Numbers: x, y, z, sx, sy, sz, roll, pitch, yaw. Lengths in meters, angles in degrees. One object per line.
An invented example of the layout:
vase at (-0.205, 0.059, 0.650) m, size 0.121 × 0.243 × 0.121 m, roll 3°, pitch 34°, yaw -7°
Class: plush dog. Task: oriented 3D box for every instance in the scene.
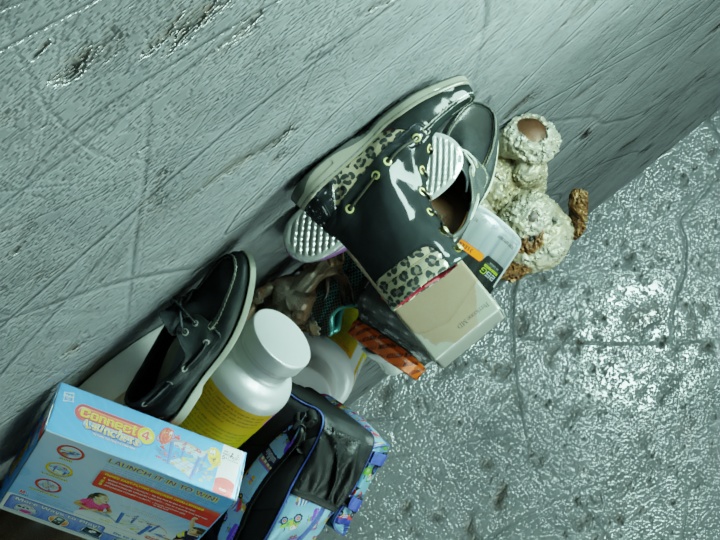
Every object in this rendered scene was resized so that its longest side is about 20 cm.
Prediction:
plush dog at (0.190, -0.071, 1.993) m, size 0.200 × 0.172 × 0.160 m, roll -38°, pitch 172°, yaw -13°

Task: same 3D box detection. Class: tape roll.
tape roll at (-0.236, 0.119, 1.666) m, size 0.203 × 0.037 × 0.203 m, roll -37°, pitch 171°, yaw -7°

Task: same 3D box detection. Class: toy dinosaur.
toy dinosaur at (-0.080, 0.042, 1.783) m, size 0.200 × 0.086 × 0.136 m, roll -37°, pitch 180°, yaw 32°

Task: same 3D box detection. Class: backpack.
backpack at (-0.087, 0.228, 1.703) m, size 0.134 × 0.183 × 0.200 m, roll 25°, pitch 92°, yaw -36°

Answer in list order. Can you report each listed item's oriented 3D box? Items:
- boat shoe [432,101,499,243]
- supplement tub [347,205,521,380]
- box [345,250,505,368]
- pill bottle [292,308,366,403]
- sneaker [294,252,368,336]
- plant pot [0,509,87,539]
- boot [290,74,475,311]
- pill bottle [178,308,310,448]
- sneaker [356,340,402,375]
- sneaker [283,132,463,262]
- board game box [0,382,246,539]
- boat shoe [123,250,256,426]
boat shoe at (0.103, -0.098, 1.645) m, size 0.068 × 0.072 × 0.200 m, roll 114°, pitch 0°, yaw -62°
supplement tub at (0.080, 0.015, 1.782) m, size 0.200 × 0.122 × 0.123 m, roll -56°, pitch 172°, yaw -2°
box at (0.056, -0.002, 1.686) m, size 0.095 × 0.200 × 0.078 m, roll -40°, pitch 167°, yaw 0°
pill bottle at (-0.051, 0.103, 1.936) m, size 0.109 × 0.109 × 0.200 m, roll -43°, pitch -171°, yaw 26°
sneaker at (0.000, 0.000, 1.846) m, size 0.200 × 0.091 × 0.078 m, roll -43°, pitch 172°, yaw 25°
plant pot at (-0.331, 0.303, 1.772) m, size 0.198 × 0.200 × 0.200 m, roll -50°, pitch 169°, yaw 14°
boot at (0.057, -0.073, 1.479) m, size 0.204 × 0.154 × 0.073 m, roll -37°, pitch 171°, yaw -13°
pill bottle at (-0.141, 0.127, 1.626) m, size 0.200 × 0.104 × 0.104 m, roll -43°, pitch 170°, yaw 29°
sneaker at (0.032, 0.035, 1.918) m, size 0.075 × 0.200 × 0.081 m, roll -7°, pitch 145°, yaw 15°
sneaker at (0.010, -0.073, 1.607) m, size 0.200 × 0.073 × 0.114 m, roll -28°, pitch 175°, yaw -1°
board game box at (-0.243, 0.211, 1.591) m, size 0.196 × 0.200 × 0.056 m, roll -49°, pitch -157°, yaw 50°
boat shoe at (-0.169, 0.061, 1.529) m, size 0.066 × 0.075 × 0.199 m, roll 17°, pitch 119°, yaw -33°
